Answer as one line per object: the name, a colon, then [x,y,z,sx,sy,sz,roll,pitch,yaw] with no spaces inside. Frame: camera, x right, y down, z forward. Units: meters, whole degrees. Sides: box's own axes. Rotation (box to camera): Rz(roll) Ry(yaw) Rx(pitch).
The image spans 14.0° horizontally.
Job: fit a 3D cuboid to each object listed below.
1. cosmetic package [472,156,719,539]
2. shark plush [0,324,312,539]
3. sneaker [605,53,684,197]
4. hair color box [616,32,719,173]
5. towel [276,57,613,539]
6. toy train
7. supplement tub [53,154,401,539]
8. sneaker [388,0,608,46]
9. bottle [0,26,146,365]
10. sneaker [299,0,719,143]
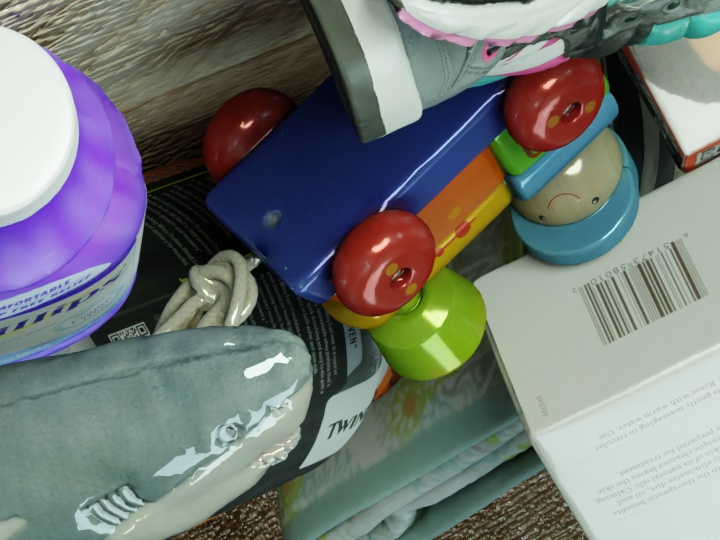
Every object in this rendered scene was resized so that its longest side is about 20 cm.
cosmetic package: [0.128,0.072,0.990,0.107,0.085,0.200,-26,130,5]
shark plush: [-0.115,0.035,0.780,0.199,0.091,0.083,10,149,-3]
sneaker: [0.109,-0.023,1.124,0.077,0.203,0.146,5,165,-20]
hair color box: [0.168,-0.123,0.943,0.200,0.102,0.061,-29,175,3]
towel: [0.028,0.008,1.112,0.048,0.172,0.200,15,149,-31]
toy train: [0.000,0.000,0.906,0.200,0.085,0.116,-44,144,-4]
supplement tub: [-0.077,0.031,1.016,0.200,0.123,0.122,-22,171,-47]
sneaker: [0.069,-0.126,0.675,0.200,0.080,0.086,-34,167,-38]
bottle: [-0.098,-0.018,0.768,0.083,0.065,0.200,-21,173,-10]
sneaker: [0.046,-0.086,0.759,0.120,0.084,0.200,-24,-177,7]
